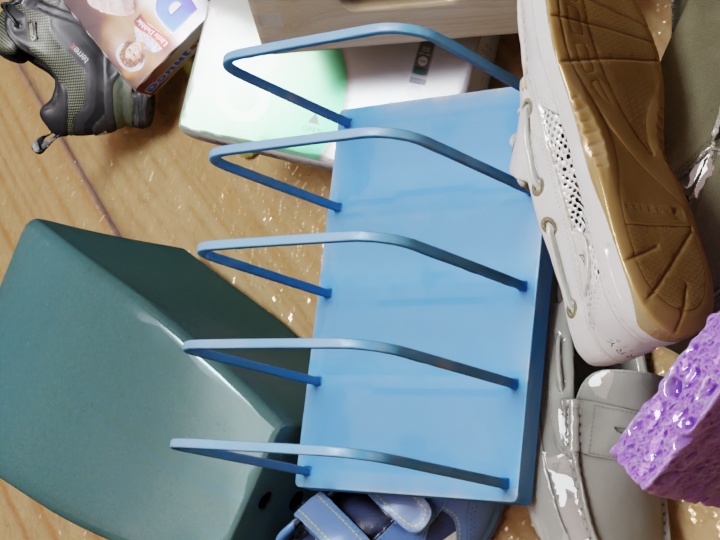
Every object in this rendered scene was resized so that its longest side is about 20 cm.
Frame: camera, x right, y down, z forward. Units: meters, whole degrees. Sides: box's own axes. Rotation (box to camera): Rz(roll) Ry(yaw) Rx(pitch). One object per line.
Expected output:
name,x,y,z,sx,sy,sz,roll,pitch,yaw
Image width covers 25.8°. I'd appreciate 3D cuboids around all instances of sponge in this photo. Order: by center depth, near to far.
sponge,0.194,0.014,0.658,0.030,0.111,0.201,45,109,37

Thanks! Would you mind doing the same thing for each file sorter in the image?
file sorter,0.000,0.000,0.741,0.138,0.122,0.201,-3,76,41

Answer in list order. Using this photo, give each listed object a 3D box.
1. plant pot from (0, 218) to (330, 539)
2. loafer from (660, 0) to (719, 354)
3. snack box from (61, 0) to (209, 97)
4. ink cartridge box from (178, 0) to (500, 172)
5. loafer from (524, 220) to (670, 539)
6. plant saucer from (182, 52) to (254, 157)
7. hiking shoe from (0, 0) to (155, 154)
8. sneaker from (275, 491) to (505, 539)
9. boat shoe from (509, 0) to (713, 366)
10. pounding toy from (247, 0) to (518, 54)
plant pot,-0.105,0.084,0.894,0.200,0.141,0.142,30,100,34
loafer,0.154,-0.056,0.723,0.075,0.069,0.201,149,125,-74
snack box,-0.167,-0.203,0.979,0.072,0.024,0.200,-43,72,10
ink cartridge box,0.000,-0.154,0.876,0.160,0.050,0.201,13,91,18
loafer,0.113,0.069,0.745,0.070,0.070,0.201,-37,57,42
plant saucer,-0.071,-0.209,0.991,0.200,0.048,0.200,-50,52,21
hiking shoe,-0.202,-0.181,1.031,0.100,0.076,0.201,-16,84,-8
sneaker,0.009,0.139,0.814,0.074,0.082,0.201,37,103,42
boat shoe,0.094,-0.055,0.694,0.069,0.070,0.201,-34,56,46
pounding toy,0.045,-0.184,0.806,0.199,0.143,0.185,-3,54,9
